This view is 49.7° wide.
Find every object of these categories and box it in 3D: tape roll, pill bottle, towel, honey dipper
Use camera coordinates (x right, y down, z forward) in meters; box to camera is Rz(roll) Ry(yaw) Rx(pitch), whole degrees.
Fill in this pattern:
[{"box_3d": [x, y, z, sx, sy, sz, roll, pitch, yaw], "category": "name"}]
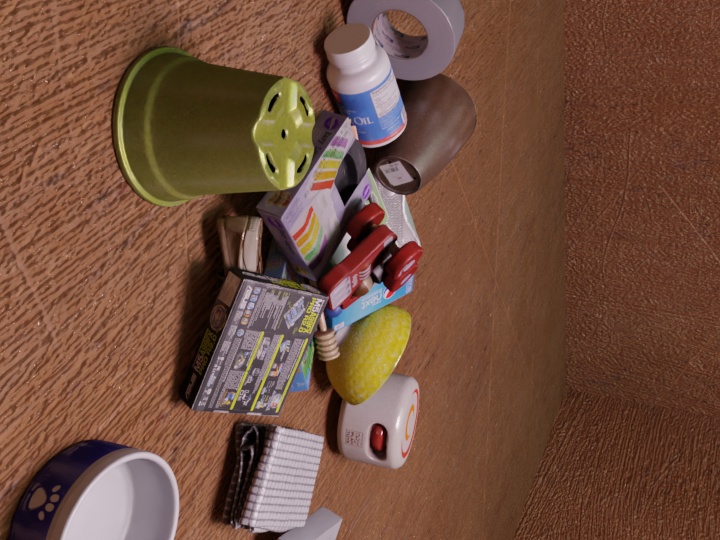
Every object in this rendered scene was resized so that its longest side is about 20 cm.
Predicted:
[{"box_3d": [0.079, -0.432, 1.362, 0.201, 0.199, 0.066, 65, 39, -48], "category": "tape roll"}, {"box_3d": [0.005, -0.320, 1.344, 0.113, 0.112, 0.200, -66, 149, -30], "category": "pill bottle"}, {"box_3d": [-0.143, 0.333, 1.258, 0.200, 0.085, 0.166, 35, 67, -63], "category": "towel"}, {"box_3d": [-0.071, 0.051, 1.295, 0.038, 0.038, 0.201, -33, 116, -58], "category": "honey dipper"}]

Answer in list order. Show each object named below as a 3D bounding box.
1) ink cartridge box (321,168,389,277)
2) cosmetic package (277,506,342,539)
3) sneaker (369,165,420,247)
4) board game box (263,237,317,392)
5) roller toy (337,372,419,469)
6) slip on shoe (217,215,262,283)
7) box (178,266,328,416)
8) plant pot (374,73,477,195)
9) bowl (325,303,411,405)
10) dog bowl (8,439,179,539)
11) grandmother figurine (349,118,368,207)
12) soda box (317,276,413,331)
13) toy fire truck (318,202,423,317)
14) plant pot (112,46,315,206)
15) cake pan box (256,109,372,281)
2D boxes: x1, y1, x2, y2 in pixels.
[{"box_3d": [-0.020, -0.070, 1.434, 0.201, 0.048, 0.146, -66, 150, -29], "category": "ink cartridge box"}, {"box_3d": [-0.114, 0.532, 1.357, 0.151, 0.051, 0.201, -12, 123, -65], "category": "cosmetic package"}, {"box_3d": [0.059, -0.123, 1.585, 0.118, 0.073, 0.201, -123, -168, -77], "category": "sneaker"}, {"box_3d": [-0.112, 0.069, 1.241, 0.152, 0.036, 0.201, -85, 165, -52], "category": "board game box"}, {"box_3d": [0.031, 0.289, 1.536, 0.200, 0.139, 0.183, 68, 34, -63], "category": "roller toy"}, {"box_3d": [-0.176, 0.005, 1.127, 0.076, 0.060, 0.201, -87, -177, -46], "category": "slip on shoe"}, {"box_3d": [-0.149, 0.106, 1.102, 0.160, 0.044, 0.201, 14, 103, -45], "category": "box"}, {"box_3d": [0.104, -0.245, 1.479, 0.200, 0.186, 0.187, -62, 148, -36], "category": "plant pot"}, {"box_3d": [-0.008, 0.133, 1.422, 0.107, 0.200, 0.201, 33, 59, -16], "category": "bowl"}, {"box_3d": [-0.307, 0.305, 0.911, 0.200, 0.078, 0.201, -28, 122, -60], "category": "dog bowl"}, {"box_3d": [-0.013, -0.154, 1.330, 0.121, 0.060, 0.201, -159, -128, -73], "category": "grandmother figurine"}, {"box_3d": [0.005, 0.033, 1.386, 0.200, 0.068, 0.064, -25, 134, -36], "category": "soda box"}, {"box_3d": [0.000, 0.000, 1.238, 0.168, 0.112, 0.200, -42, 168, -12], "category": "toy fire truck"}, {"box_3d": [-0.163, -0.170, 0.953, 0.200, 0.183, 0.201, -30, 124, -59], "category": "plant pot"}, {"box_3d": [-0.060, -0.112, 1.170, 0.200, 0.052, 0.184, -59, 155, -22], "category": "cake pan box"}]
